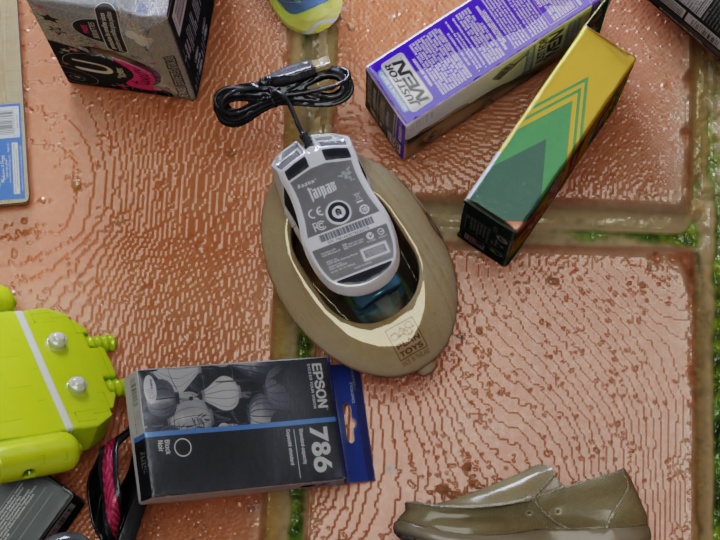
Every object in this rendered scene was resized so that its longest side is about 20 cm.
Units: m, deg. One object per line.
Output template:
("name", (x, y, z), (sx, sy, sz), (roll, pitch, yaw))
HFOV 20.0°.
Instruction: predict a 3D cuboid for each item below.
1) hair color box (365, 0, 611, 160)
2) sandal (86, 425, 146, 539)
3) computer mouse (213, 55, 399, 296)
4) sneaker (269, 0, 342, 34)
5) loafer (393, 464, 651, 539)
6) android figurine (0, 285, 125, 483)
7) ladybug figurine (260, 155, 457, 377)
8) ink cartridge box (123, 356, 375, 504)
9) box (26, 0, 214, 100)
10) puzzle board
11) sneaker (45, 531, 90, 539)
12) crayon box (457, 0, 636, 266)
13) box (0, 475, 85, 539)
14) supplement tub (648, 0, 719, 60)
("hair color box", (0.101, -0.176, 1.625), (0.200, 0.109, 0.065), (-32, 81, -6))
("sandal", (-0.190, 0.177, 1.568), (0.045, 0.075, 0.201), (17, 81, -12))
("computer mouse", (-0.032, -0.065, 1.565), (0.109, 0.044, 0.201), (-19, 72, -8))
("sneaker", (-0.072, -0.293, 1.655), (0.076, 0.105, 0.200), (-30, 79, -6))
("loafer", (0.123, 0.184, 1.568), (0.199, 0.076, 0.068), (1, 77, -9))
("android figurine", (-0.269, 0.086, 1.560), (0.199, 0.041, 0.182), (-5, 50, -30))
("ladybug figurine", (0.000, 0.000, 1.606), (0.135, 0.072, 0.200), (-28, 78, -6))
("ink cartridge box", (-0.077, 0.120, 1.559), (0.199, 0.039, 0.100), (-4, 77, -26))
("box", (-0.183, -0.227, 1.593), (0.114, 0.200, 0.133), (8, 78, 4))
("puzzle board", (-0.351, -0.144, 1.672), (0.150, 0.017, 0.201), (-5, 78, -2))
("sneaker", (-0.234, 0.271, 1.522), (0.075, 0.116, 0.201), (9, 105, -10))
("crayon box", (0.153, -0.108, 1.600), (0.051, 0.127, 0.200), (33, 81, 7))
("box", (-0.327, 0.217, 1.561), (0.141, 0.079, 0.200), (34, 81, 5))
("supplement tub", (0.293, -0.243, 1.631), (0.200, 0.123, 0.123), (42, 81, 9))
